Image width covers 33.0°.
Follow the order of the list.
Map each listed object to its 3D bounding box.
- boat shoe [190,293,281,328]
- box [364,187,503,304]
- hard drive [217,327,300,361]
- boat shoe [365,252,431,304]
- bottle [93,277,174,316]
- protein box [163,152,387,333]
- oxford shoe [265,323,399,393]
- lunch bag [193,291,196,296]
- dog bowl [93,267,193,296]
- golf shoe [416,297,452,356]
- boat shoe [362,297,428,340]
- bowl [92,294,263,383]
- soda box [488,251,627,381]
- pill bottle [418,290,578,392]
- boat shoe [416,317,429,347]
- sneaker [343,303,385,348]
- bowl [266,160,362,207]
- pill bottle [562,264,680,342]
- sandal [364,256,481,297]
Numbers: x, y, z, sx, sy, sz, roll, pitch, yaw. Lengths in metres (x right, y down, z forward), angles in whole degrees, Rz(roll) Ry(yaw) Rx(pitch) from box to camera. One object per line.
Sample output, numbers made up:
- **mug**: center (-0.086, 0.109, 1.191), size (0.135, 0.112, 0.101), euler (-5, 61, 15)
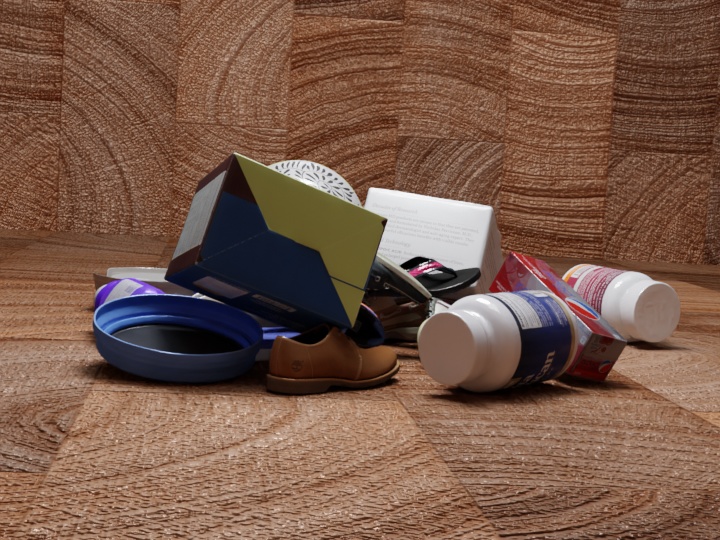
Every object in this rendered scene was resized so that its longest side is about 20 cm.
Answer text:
- **boat shoe**: center (-0.169, 0.062, 1.671), size (0.199, 0.073, 0.059), euler (4, -3, -43)
- **box**: center (0.105, -0.013, 1.849), size (0.198, 0.132, 0.199), euler (10, -21, 15)
- **hard drive**: center (-0.148, 0.094, 1.555), size (0.198, 0.026, 0.132), euler (1, 6, -27)
- **boat shoe**: center (0.000, 0.000, 1.606), size (0.198, 0.066, 0.074), euler (33, 2, -16)
- **bottle**: center (-0.304, 0.053, 1.588), size (0.065, 0.084, 0.200), euler (36, -10, -24)
- **protein box**: center (-0.105, -0.024, 1.435), size (0.197, 0.136, 0.200), euler (22, -11, -16)
- **oxford shoe**: center (-0.023, 0.096, 1.382), size (0.071, 0.072, 0.199), euler (6, 4, 41)
- **lunch bag**: center (-0.195, 0.009, 1.768), size (0.093, 0.153, 0.200), euler (4, 5, 16)
- **dog bowl**: center (-0.326, 0.034, 1.926), size (0.197, 0.059, 0.200), euler (3, 5, 0)
- **golf shoe**: center (0.128, 0.079, 1.654), size (0.087, 0.078, 0.200), euler (14, 8, 11)
- **boat shoe**: center (0.020, 0.063, 1.747), size (0.198, 0.073, 0.075), euler (0, 6, -37)
- **bowl**: center (-0.213, 0.079, 1.414), size (0.198, 0.040, 0.201), euler (8, 16, -2)
- **soda box**: center (0.249, 0.056, 1.554), size (0.069, 0.064, 0.200), euler (14, 23, -35)
- **pill bottle**: center (0.158, 0.083, 1.412), size (0.110, 0.113, 0.199), euler (8, 7, 41)
- **boat shoe**: center (0.169, 0.089, 1.564), size (0.198, 0.074, 0.065), euler (1, 0, -27)
- **sneaker**: center (-0.044, 0.052, 1.616), size (0.198, 0.076, 0.078), euler (20, 0, -30)
- **bowl**: center (-0.088, -0.047, 1.672), size (0.198, 0.203, 0.094), euler (3, 10, -3)
- **pill bottle**: center (0.404, 0.053, 1.911), size (0.108, 0.111, 0.200), euler (1, 6, -25)
- **sandal**: center (0.069, 0.007, 1.699), size (0.197, 0.046, 0.075), euler (-4, 16, 14)
